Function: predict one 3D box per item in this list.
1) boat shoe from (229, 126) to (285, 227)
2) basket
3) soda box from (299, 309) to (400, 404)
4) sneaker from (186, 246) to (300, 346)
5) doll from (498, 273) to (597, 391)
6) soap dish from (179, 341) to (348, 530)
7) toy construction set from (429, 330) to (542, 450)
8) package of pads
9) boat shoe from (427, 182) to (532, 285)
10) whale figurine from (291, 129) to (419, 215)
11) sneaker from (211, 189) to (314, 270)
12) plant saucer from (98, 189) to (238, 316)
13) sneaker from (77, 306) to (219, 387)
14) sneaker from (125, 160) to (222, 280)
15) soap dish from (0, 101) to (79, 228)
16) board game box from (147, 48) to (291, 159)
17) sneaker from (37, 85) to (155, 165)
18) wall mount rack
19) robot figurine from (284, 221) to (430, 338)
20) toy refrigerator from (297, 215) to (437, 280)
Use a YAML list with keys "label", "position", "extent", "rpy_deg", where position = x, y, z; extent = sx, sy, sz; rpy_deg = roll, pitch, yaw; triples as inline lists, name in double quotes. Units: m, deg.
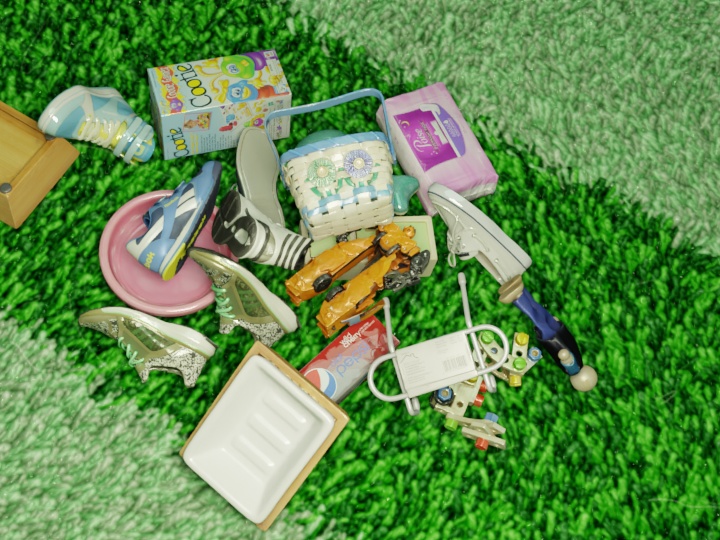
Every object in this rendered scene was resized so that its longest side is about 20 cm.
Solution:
- label: "boat shoe"
  position: [-0.155, -0.120, 1.628]
  extent: [0.075, 0.062, 0.200]
  rpy_deg: [-5, 71, -27]
- label: "basket"
  position: [-0.031, -0.156, 1.516]
  extent: [0.176, 0.139, 0.200]
  rpy_deg: [-16, 65, -2]
- label: "soda box"
  position: [-0.039, 0.149, 1.518]
  extent: [0.070, 0.063, 0.200]
  rpy_deg: [45, 66, 11]
- label: "sneaker"
  position: [-0.175, 0.045, 1.503]
  extent: [0.200, 0.077, 0.089]
  rpy_deg: [42, 79, -22]
- label: "doll"
  position: [0.282, 0.095, 1.572]
  extent: [0.048, 0.136, 0.200]
  rpy_deg: [-38, 99, 15]
- label: "soap dish"
  position: [-0.123, 0.214, 1.410]
  extent: [0.157, 0.081, 0.200]
  rpy_deg: [39, 107, 11]
- label: "toy construction set"
  position: [0.177, 0.169, 1.534]
  extent: [0.131, 0.092, 0.200]
  rpy_deg: [23, 52, 2]
- label: "package of pads"
  position: [0.119, -0.191, 1.700]
  extent: [0.120, 0.076, 0.200]
  rpy_deg: [-21, 69, -17]
- label: "boat shoe"
  position: [0.162, -0.043, 1.619]
  extent: [0.202, 0.075, 0.086]
  rpy_deg: [40, 85, -20]
- label: "whale figurine"
  position: [-0.013, -0.148, 1.624]
  extent: [0.200, 0.104, 0.159]
  rpy_deg: [17, 50, 16]
- label: "sneaker"
  position: [-0.137, -0.045, 1.514]
  extent: [0.115, 0.201, 0.076]
  rpy_deg: [24, 101, -27]
- label: "plant saucer"
  position: [-0.279, -0.020, 1.570]
  extent: [0.200, 0.051, 0.201]
  rpy_deg: [3, 65, -7]
- label: "sneaker"
  position: [-0.304, 0.109, 1.496]
  extent: [0.200, 0.077, 0.089]
  rpy_deg: [16, 72, 2]
- label: "sneaker"
  position: [-0.262, -0.085, 1.536]
  extent: [0.082, 0.074, 0.200]
  rpy_deg: [24, 62, 5]
- label: "soap dish"
  position: [-0.544, -0.175, 1.586]
  extent: [0.200, 0.081, 0.157]
  rpy_deg: [30, 64, 7]
- label: "board game box"
  position: [-0.218, -0.258, 1.658]
  extent: [0.200, 0.105, 0.103]
  rpy_deg: [-12, 58, -15]
- label: "sneaker"
  position: [-0.377, -0.207, 1.587]
  extent: [0.131, 0.080, 0.200]
  rpy_deg: [42, 25, 5]
- label: "wall mount rack"
  position: [0.103, 0.100, 1.473]
  extent: [0.200, 0.075, 0.174]
  rpy_deg: [-18, 81, 13]
- label: "robot figurine"
  position: [0.000, 0.000, 1.523]
  extent: [0.200, 0.058, 0.145]
  rpy_deg: [-35, 64, -19]
- label: "toy refrigerator"
  position: [0.009, -0.034, 1.611]
  extent: [0.200, 0.070, 0.076]
  rpy_deg: [-2, 65, -9]
